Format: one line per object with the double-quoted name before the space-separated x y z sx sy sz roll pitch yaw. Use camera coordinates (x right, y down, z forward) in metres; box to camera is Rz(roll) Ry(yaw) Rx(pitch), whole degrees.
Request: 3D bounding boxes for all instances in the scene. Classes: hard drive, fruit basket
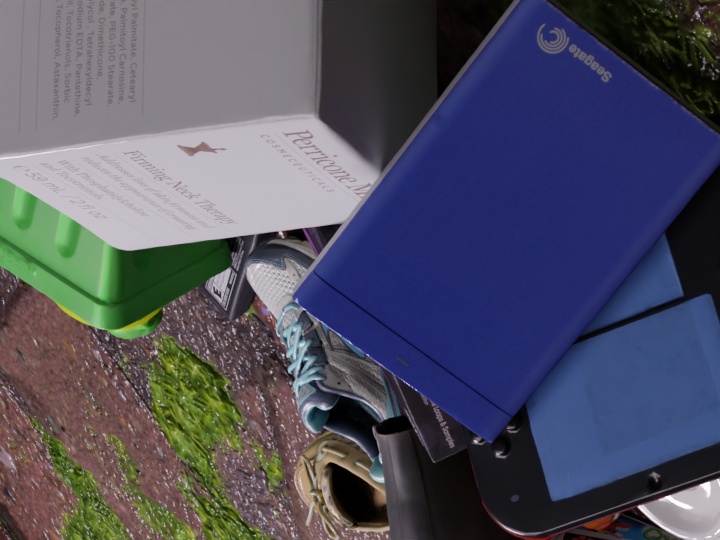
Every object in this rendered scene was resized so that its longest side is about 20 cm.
"hard drive" 0.076 -0.027 1.097 0.132 0.200 0.025 36 -166 -10
"fruit basket" -0.197 -0.020 1.545 0.215 0.155 0.217 22 125 34

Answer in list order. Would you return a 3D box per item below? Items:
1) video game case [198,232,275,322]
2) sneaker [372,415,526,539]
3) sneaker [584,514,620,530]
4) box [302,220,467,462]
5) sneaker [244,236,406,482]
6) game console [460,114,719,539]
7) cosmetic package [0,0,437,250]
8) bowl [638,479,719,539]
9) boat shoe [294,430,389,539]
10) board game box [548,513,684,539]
"video game case" -0.128 -0.080 1.543 0.181 0.025 0.200 46 150 15
"sneaker" 0.067 0.132 1.370 0.074 0.200 0.107 -11 92 17
"sneaker" 0.112 0.100 1.289 0.200 0.077 0.073 61 -172 -53
"box" 0.000 0.000 1.263 0.200 0.036 0.143 57 174 46
"sneaker" -0.017 0.059 1.460 0.200 0.086 0.078 44 148 18
"game console" 0.134 0.033 1.124 0.199 0.031 0.178 -22 77 26
"cosmetic package" -0.078 -0.121 1.156 0.199 0.168 0.167 -6 162 22
"bowl" 0.195 0.086 1.177 0.200 0.094 0.202 35 144 31
"boat shoe" 0.000 0.154 1.553 0.074 0.063 0.200 59 150 -8
"board game box" 0.175 0.214 1.300 0.199 0.126 0.035 19 134 46
